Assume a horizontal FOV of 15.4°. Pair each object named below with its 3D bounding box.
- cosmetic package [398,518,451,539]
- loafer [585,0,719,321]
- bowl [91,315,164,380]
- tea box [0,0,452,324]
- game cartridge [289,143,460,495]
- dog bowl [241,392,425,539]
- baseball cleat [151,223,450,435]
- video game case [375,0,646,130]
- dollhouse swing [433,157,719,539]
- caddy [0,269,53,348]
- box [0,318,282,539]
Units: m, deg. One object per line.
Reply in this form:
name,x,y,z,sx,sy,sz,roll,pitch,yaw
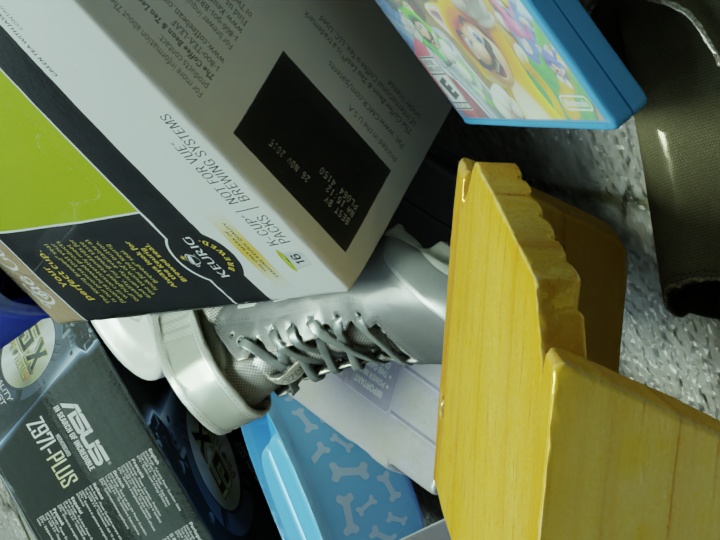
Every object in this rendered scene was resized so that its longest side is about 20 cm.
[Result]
cosmetic package,0.027,0.190,1.170,0.102,0.071,0.200,59,146,16
loafer,0.130,-0.019,0.889,0.201,0.069,0.075,58,157,5
bowl,-0.084,-0.005,1.313,0.201,0.094,0.201,45,153,31
tea box,-0.098,-0.095,1.055,0.196,0.134,0.200,-7,135,46
game cartridge,0.000,0.000,1.149,0.200,0.038,0.130,35,118,46
dog bowl,-0.012,0.104,1.254,0.200,0.049,0.112,122,125,-79
baseball cleat,-0.014,0.029,1.068,0.070,0.107,0.200,44,166,-29
video game case,0.008,-0.131,0.906,0.200,0.018,0.143,53,168,-14
dollhouse swing,0.125,0.071,0.906,0.200,0.175,0.183,-106,19,-70
caddy,-0.178,-0.048,1.193,0.141,0.201,0.105,38,124,-22
box,-0.123,0.094,1.417,0.201,0.086,0.164,60,-167,3
